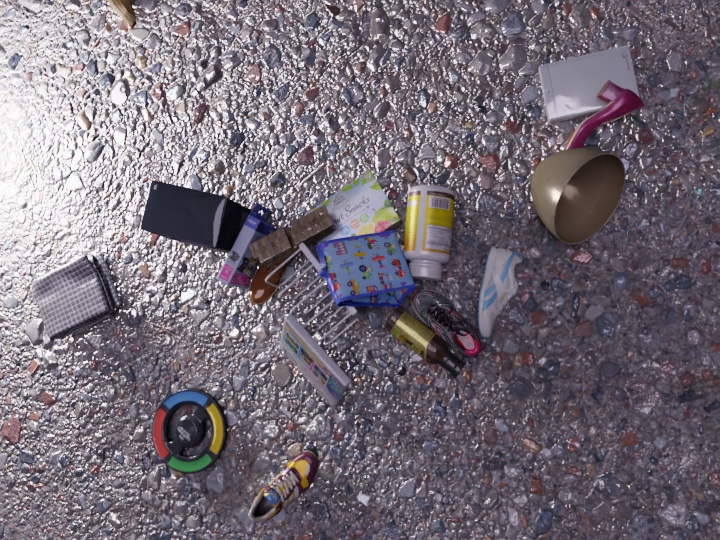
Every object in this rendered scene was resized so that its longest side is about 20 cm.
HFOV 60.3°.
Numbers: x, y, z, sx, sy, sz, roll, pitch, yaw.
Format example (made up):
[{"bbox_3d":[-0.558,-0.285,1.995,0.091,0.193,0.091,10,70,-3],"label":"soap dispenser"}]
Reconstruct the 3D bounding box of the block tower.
[{"bbox_3d":[-0.154,-0.075,1.430,0.197,0.058,0.055,-28,76,3],"label":"block tower"}]

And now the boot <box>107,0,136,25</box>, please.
[{"bbox_3d":[-0.605,-0.771,1.644,0.154,0.073,0.202,-30,74,10],"label":"boot"}]

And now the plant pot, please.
[{"bbox_3d":[0.443,-0.176,1.326,0.201,0.200,0.134,-49,43,3],"label":"plant pot"}]

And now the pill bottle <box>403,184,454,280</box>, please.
[{"bbox_3d":[0.153,-0.083,1.401,0.107,0.109,0.204,5,85,12],"label":"pill bottle"}]

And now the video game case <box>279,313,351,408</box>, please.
[{"bbox_3d":[-0.107,0.208,1.400,0.024,0.183,0.200,-37,76,-26],"label":"video game case"}]

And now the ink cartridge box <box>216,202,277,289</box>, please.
[{"bbox_3d":[-0.262,-0.056,1.480,0.041,0.119,0.203,25,90,13],"label":"ink cartridge box"}]

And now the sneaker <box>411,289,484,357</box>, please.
[{"bbox_3d":[0.199,0.114,1.391,0.199,0.075,0.081,40,93,13],"label":"sneaker"}]

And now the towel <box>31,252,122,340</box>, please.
[{"bbox_3d":[-0.729,0.065,1.585,0.197,0.086,0.168,-26,81,8],"label":"towel"}]

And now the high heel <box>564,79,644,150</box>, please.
[{"bbox_3d":[0.529,-0.308,1.365,0.095,0.067,0.202,32,99,5],"label":"high heel"}]

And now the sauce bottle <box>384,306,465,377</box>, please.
[{"bbox_3d":[0.147,0.164,1.402,0.199,0.065,0.065,37,93,14],"label":"sauce bottle"}]

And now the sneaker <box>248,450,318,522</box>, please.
[{"bbox_3d":[-0.174,0.502,1.423,0.075,0.090,0.201,41,94,12],"label":"sneaker"}]

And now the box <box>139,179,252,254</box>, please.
[{"bbox_3d":[-0.377,-0.118,1.470,0.196,0.198,0.126,13,87,13],"label":"box"}]

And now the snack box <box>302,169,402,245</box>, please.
[{"bbox_3d":[-0.019,-0.120,1.470,0.198,0.053,0.144,-33,78,7],"label":"snack box"}]

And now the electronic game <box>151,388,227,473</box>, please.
[{"bbox_3d":[-0.417,0.390,1.510,0.196,0.042,0.205,-1,85,11],"label":"electronic game"}]

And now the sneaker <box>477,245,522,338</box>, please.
[{"bbox_3d":[0.304,0.052,1.375,0.079,0.076,0.204,12,89,10],"label":"sneaker"}]

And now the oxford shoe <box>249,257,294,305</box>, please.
[{"bbox_3d":[-0.215,-0.007,1.492,0.071,0.071,0.202,31,93,11],"label":"oxford shoe"}]

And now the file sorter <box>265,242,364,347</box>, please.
[{"bbox_3d":[-0.103,0.063,1.421,0.124,0.139,0.201,-40,78,1],"label":"file sorter"}]

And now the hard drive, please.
[{"bbox_3d":[0.514,-0.419,1.400,0.196,0.027,0.135,-10,83,10],"label":"hard drive"}]

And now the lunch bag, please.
[{"bbox_3d":[0.000,0.000,1.362,0.197,0.094,0.153,-3,59,-30],"label":"lunch bag"}]
